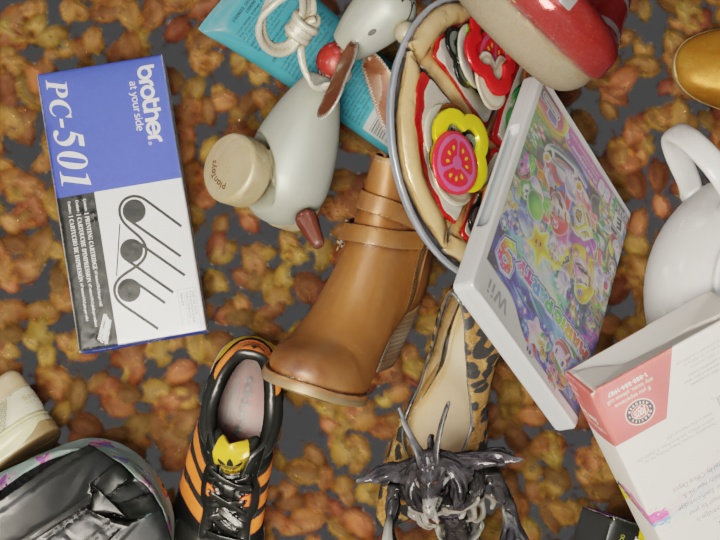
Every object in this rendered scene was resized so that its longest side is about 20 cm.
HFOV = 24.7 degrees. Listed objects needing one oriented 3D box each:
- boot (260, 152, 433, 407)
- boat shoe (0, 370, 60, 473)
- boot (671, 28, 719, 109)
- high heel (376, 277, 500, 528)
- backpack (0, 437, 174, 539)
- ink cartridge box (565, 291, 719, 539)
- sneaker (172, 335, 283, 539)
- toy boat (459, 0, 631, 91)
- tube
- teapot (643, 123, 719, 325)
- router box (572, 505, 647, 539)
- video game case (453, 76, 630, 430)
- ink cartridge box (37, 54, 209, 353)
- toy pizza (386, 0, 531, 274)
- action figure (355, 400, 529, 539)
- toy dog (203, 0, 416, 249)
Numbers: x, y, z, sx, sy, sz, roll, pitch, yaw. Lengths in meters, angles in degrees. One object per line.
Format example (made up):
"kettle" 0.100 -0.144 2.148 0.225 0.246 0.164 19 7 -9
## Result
"boot" 0.000 0.000 1.100 0.073 0.200 0.156 20 106 12
"boat shoe" -0.309 0.149 1.162 0.199 0.072 0.065 -37 78 -5
"boot" 0.329 -0.152 1.152 0.198 0.144 0.072 4 85 0
"high heel" 0.047 0.089 1.125 0.071 0.142 0.201 38 96 29
"backpack" -0.223 0.201 1.129 0.199 0.127 0.167 -39 99 -4
"ink cartridge box" 0.231 0.132 1.074 0.116 0.067 0.202 -27 102 -4
"sneaker" -0.095 0.144 1.151 0.069 0.090 0.203 10 85 0
"toy boat" 0.149 -0.217 1.119 0.130 0.201 0.131 41 125 -12
"tube" -0.020 -0.148 1.199 0.199 0.050 0.078 38 87 7
"teapot" 0.292 0.013 1.139 0.197 0.146 0.200 9 85 1
"router box" 0.195 0.282 1.141 0.148 0.051 0.202 19 87 -20
"video game case" 0.128 -0.015 1.111 0.144 0.018 0.201 52 42 -32
"ink cartridge box" -0.171 -0.047 1.187 0.093 0.044 0.203 -10 86 -3
"toy pizza" 0.089 -0.092 1.135 0.031 0.199 0.203 -7 85 40
"action figure" 0.065 0.192 1.107 0.117 0.102 0.202 -13 118 10
"toy dog" -0.020 -0.097 1.130 0.096 0.131 0.201 45 127 31
